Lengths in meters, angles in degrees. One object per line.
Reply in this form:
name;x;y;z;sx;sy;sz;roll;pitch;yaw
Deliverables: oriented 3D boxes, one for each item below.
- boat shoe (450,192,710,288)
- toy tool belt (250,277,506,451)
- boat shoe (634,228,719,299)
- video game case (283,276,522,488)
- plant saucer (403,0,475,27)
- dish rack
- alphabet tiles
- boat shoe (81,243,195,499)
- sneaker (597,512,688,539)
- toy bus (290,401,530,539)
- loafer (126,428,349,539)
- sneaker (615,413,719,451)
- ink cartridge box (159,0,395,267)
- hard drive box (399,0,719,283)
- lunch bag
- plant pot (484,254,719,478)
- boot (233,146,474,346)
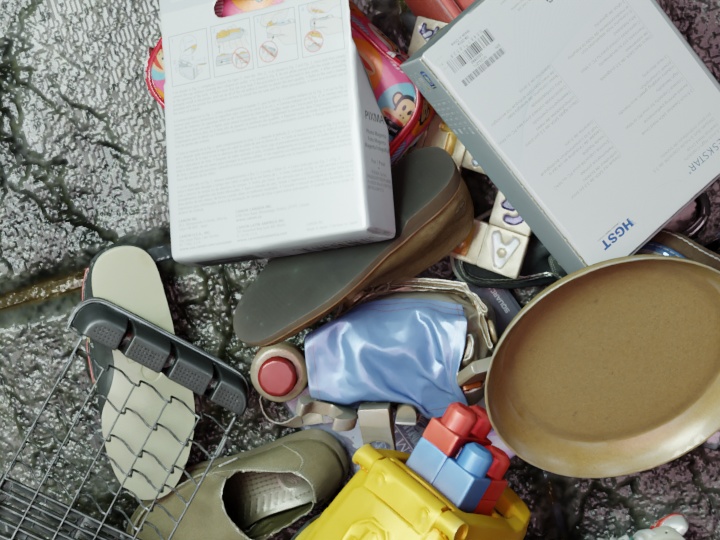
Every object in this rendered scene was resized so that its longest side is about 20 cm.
boat shoe;0.165;-0.031;1.069;0.199;0.068;0.072;-12;92;3
toy tool belt;0.008;0.071;1.050;0.199;0.123;0.126;-8;96;5
boat shoe;0.283;0.004;1.048;0.199;0.072;0.073;27;83;-33
video game case;0.059;0.105;1.122;0.200;0.019;0.143;-36;93;6
plant saucer;0.116;-0.260;1.067;0.199;0.037;0.200;-37;92;7
dish rack;-0.186;0.140;1.060;0.153;0.055;0.201;29;88;-15
alphabet tiles;0.051;-0.104;1.071;0.199;0.008;0.168;19;99;20
boat shoe;-0.176;0.078;1.115;0.073;0.063;0.203;-10;96;-15
sneaker;0.212;0.229;1.109;0.199;0.070;0.094;17;80;4
toy bus;0.057;0.192;1.034;0.135;0.200;0.193;33;96;33
loafer;-0.105;0.185;1.112;0.199;0.067;0.076;-29;93;14
sneaker;0.257;0.076;1.079;0.199;0.075;0.116;11;85;-5
ink cartridge box;-0.062;-0.112;1.005;0.162;0.057;0.202;-8;78;26
hard drive box;0.152;-0.117;0.984;0.156;0.077;0.200;-40;98;-5
lunch bag;-0.060;-0.130;1.064;0.200;0.082;0.176;43;108;7
plant pot;0.182;0.065;0.987;0.199;0.028;0.201;-5;127;-7
boot;0.000;0.000;1.025;0.200;0.074;0.076;-36;138;0
